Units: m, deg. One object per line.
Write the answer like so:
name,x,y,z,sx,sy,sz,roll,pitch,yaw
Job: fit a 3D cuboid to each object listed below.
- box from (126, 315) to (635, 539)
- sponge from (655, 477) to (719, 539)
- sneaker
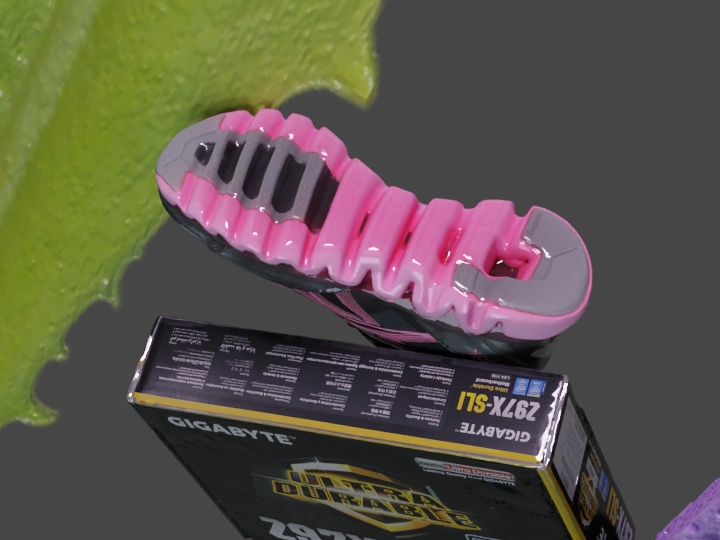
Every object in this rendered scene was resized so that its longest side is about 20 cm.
box,0.014,0.089,0.936,0.199,0.050,0.160,8,154,23
sponge,0.168,0.176,0.976,0.111,0.030,0.200,35,136,-2
sneaker,0.000,0.000,0.895,0.199,0.079,0.096,23,146,12
